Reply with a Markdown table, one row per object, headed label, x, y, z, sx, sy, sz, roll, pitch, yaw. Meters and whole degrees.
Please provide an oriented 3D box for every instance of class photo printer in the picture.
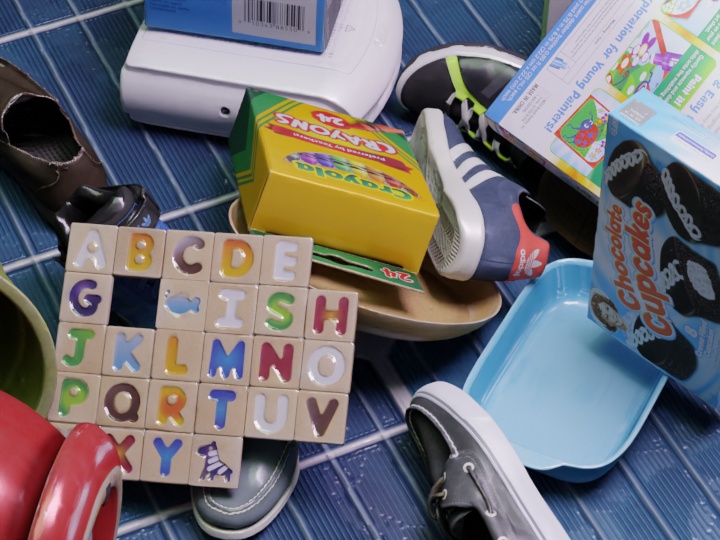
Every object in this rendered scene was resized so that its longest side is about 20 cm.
| label | x | y | z | sx | sy | sz | roll | pitch | yaw |
| --- | --- | --- | --- | --- | --- | --- | --- | --- | --- |
| photo printer | -0.069 | -0.171 | 1.680 | 0.200 | 0.069 | 0.166 | 9 | 46 | 8 |

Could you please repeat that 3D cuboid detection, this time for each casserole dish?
| label | x | y | z | sx | sy | sz | roll | pitch | yaw |
| --- | --- | --- | --- | --- | --- | --- | --- | --- | --- |
| casserole dish | 0.148 | 0.072 | 1.475 | 0.121 | 0.039 | 0.200 | 20 | 49 | 18 |

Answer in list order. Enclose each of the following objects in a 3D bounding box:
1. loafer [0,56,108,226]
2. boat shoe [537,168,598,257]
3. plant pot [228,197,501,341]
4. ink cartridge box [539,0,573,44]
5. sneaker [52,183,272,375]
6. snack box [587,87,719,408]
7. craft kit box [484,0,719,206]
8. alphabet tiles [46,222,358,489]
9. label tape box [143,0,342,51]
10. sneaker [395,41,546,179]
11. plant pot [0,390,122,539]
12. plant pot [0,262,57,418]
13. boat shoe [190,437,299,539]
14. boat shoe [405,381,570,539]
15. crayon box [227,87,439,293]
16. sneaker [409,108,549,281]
| label | x | y | z | sx | sy | sz | roll | pitch | yaw |
| --- | --- | --- | --- | --- | --- | --- | --- | --- | --- |
| loafer | -0.251 | -0.114 | 1.627 | 0.073 | 0.071 | 0.200 | -31 | 54 | -26 |
| boat shoe | 0.226 | -0.032 | 1.560 | 0.200 | 0.072 | 0.065 | 17 | 12 | 19 |
| plant pot | 0.000 | 0.000 | 1.496 | 0.200 | 0.027 | 0.200 | 17 | 21 | -7 |
| ink cartridge box | 0.199 | -0.231 | 1.685 | 0.087 | 0.145 | 0.200 | 10 | 48 | 9 |
| sneaker | -0.138 | 0.004 | 1.454 | 0.077 | 0.111 | 0.200 | -45 | 43 | -10 |
| snack box | 0.206 | -0.011 | 1.391 | 0.037 | 0.200 | 0.116 | -37 | 57 | -27 |
| craft kit box | 0.225 | -0.126 | 1.517 | 0.198 | 0.049 | 0.200 | 38 | 88 | 20 |
| alphabet tiles | -0.103 | 0.057 | 1.401 | 0.200 | 0.008 | 0.167 | 4 | 81 | 12 |
| label tape box | -0.075 | -0.263 | 1.677 | 0.143 | 0.066 | 0.200 | 9 | 47 | 8 |
| sneaker | 0.119 | -0.114 | 1.626 | 0.200 | 0.072 | 0.083 | 11 | 49 | 10 |
| plant pot | -0.245 | 0.159 | 1.290 | 0.182 | 0.200 | 0.200 | 12 | 48 | 2 |
| plant pot | -0.310 | 0.018 | 1.444 | 0.200 | 0.200 | 0.190 | -8 | 35 | -7 |
| boat shoe | -0.067 | 0.089 | 1.442 | 0.073 | 0.062 | 0.200 | 12 | 48 | 11 |
| boat shoe | 0.077 | 0.151 | 1.379 | 0.057 | 0.069 | 0.200 | -19 | 52 | -24 |
| crayon box | -0.019 | -0.059 | 1.516 | 0.127 | 0.051 | 0.200 | 15 | 22 | -16 |
| sneaker | 0.085 | -0.050 | 1.565 | 0.084 | 0.075 | 0.200 | 8 | 32 | -16 |
